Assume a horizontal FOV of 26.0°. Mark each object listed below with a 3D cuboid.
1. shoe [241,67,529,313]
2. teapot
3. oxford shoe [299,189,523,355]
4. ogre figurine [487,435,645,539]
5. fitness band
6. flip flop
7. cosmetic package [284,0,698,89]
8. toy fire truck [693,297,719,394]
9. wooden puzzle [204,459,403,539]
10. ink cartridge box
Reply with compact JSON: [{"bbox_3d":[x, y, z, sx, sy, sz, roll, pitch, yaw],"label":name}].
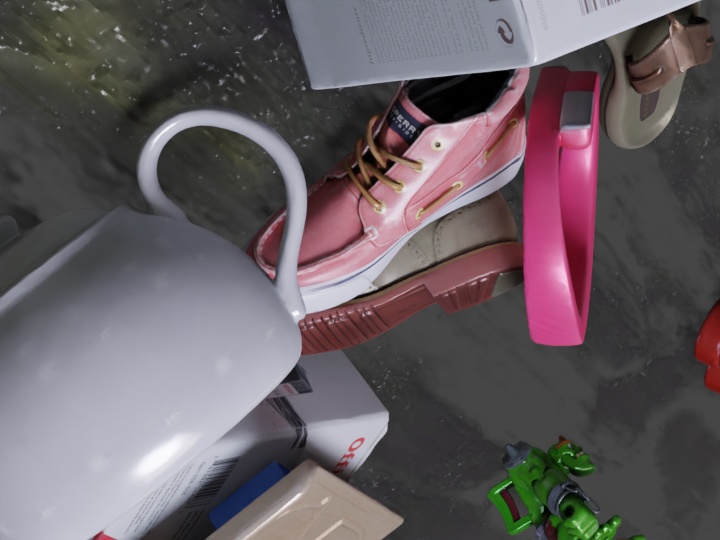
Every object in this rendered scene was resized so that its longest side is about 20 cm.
[{"bbox_3d":[0.013,-0.058,0.873,0.200,0.071,0.091,-32,150,-21],"label":"shoe"},{"bbox_3d":[-0.133,0.032,0.768,0.200,0.146,0.197,-41,-174,-41],"label":"teapot"},{"bbox_3d":[0.000,0.000,0.947,0.200,0.075,0.070,-16,163,1],"label":"oxford shoe"},{"bbox_3d":[0.182,0.216,1.406,0.098,0.120,0.200,-50,151,13],"label":"ogre figurine"},{"bbox_3d":[0.121,-0.040,0.934,0.200,0.037,0.144,-65,156,-62],"label":"fitness band"},{"bbox_3d":[0.187,-0.133,0.965,0.081,0.058,0.200,-30,151,-13],"label":"flip flop"},{"bbox_3d":[0.051,-0.131,0.684,0.102,0.200,0.074,-23,105,-26],"label":"cosmetic package"},{"bbox_3d":[0.398,0.043,1.435,0.168,0.112,0.200,-59,154,-11],"label":"toy fire truck"},{"bbox_3d":[-0.078,0.184,0.974,0.185,0.046,0.200,-38,157,4],"label":"wooden puzzle"},{"bbox_3d":[-0.101,0.121,0.983,0.200,0.084,0.144,-3,136,-46],"label":"ink cartridge box"}]
